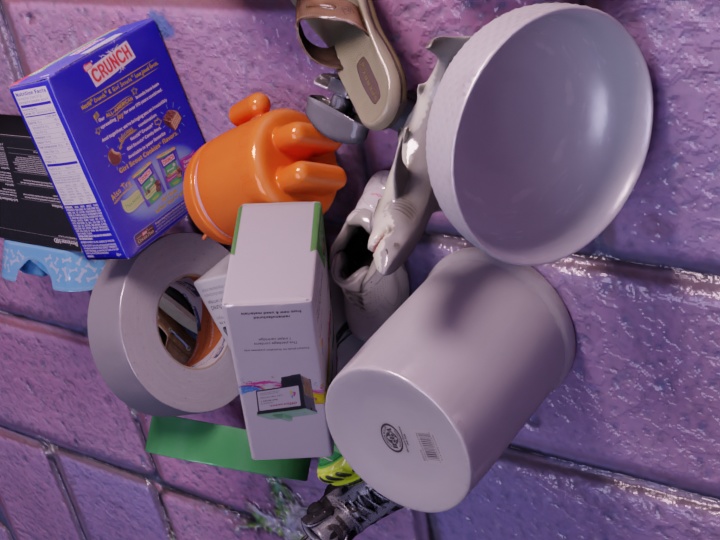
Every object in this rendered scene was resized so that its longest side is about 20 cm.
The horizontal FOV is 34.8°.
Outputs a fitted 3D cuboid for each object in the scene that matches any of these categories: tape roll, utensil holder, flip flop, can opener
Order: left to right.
[{"bbox_3d":[-0.204,0.061,1.288,0.066,0.200,0.202,-10,113,44],"label":"tape roll"},{"bbox_3d":[-0.157,0.212,1.378,0.199,0.200,0.049,4,79,38],"label":"tape roll"},{"bbox_3d":[-0.024,-0.207,1.010,0.081,0.057,0.202,-54,53,48],"label":"flip flop"},{"bbox_3d":[0.039,-0.128,1.048,0.199,0.053,0.068,28,115,21],"label":"can opener"},{"bbox_3d":[0.083,0.101,1.076,0.169,0.200,0.172,22,132,27],"label":"utensil holder"}]

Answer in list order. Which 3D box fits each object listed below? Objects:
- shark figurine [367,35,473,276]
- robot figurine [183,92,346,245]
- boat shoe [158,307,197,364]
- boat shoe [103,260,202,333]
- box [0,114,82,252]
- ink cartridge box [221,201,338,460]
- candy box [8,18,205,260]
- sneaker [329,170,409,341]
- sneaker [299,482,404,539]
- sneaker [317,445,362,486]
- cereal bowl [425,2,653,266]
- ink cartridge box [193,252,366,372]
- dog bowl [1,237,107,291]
[{"bbox_3d":[0.069,-0.098,0.980,0.088,0.128,0.217,18,95,-3],"label":"shark figurine"},{"bbox_3d":[-0.101,-0.093,1.155,0.199,0.117,0.145,-17,114,45],"label":"robot figurine"},{"bbox_3d":[-0.237,0.098,1.437,0.072,0.072,0.201,-26,102,46],"label":"boat shoe"},{"bbox_3d":[-0.226,0.012,1.369,0.200,0.068,0.072,44,161,-19],"label":"boat shoe"},{"bbox_3d":[-0.393,-0.110,1.407,0.198,0.079,0.143,10,116,36],"label":"box"},{"bbox_3d":[-0.070,0.059,1.085,0.083,0.146,0.202,-2,129,4],"label":"ink cartridge box"},{"bbox_3d":[-0.252,-0.138,1.207,0.076,0.169,0.202,-2,118,36],"label":"candy box"},{"bbox_3d":[0.000,0.000,1.146,0.077,0.099,0.202,25,133,23],"label":"sneaker"},{"bbox_3d":[0.001,0.277,1.338,0.076,0.114,0.200,50,138,-3],"label":"sneaker"},{"bbox_3d":[0.021,0.171,1.267,0.199,0.074,0.084,-31,57,31],"label":"sneaker"},{"bbox_3d":[0.129,-0.111,0.899,0.083,0.199,0.202,30,140,53],"label":"cereal bowl"},{"bbox_3d":[-0.073,0.069,1.271,0.146,0.083,0.202,-12,112,45],"label":"ink cartridge box"},{"bbox_3d":[-0.371,-0.020,1.444,0.198,0.111,0.050,10,112,36],"label":"dog bowl"}]
